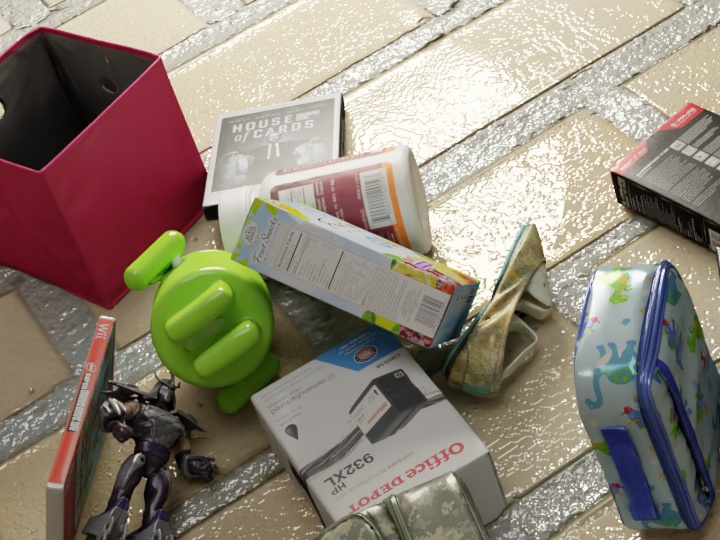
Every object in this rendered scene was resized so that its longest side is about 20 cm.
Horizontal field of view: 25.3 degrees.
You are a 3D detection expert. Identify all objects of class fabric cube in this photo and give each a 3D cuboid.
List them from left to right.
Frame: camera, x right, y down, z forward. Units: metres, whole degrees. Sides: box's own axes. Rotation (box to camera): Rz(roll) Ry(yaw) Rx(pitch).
[{"bbox_3d":[-0.310,-0.115,1.733,0.200,0.200,0.196,18,55,34],"label":"fabric cube"}]

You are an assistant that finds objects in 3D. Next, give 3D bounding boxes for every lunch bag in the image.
[{"bbox_3d":[0.039,0.279,1.237,0.167,0.140,0.200,-23,45,-1],"label":"lunch bag"},{"bbox_3d":[0.236,0.106,1.297,0.082,0.200,0.161,-4,42,26],"label":"lunch bag"}]

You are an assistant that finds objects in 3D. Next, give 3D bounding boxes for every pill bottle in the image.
[{"bbox_3d":[-0.035,-0.053,1.628,0.199,0.114,0.114,-11,43,10],"label":"pill bottle"}]

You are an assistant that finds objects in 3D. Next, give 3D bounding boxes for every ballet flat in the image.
[{"bbox_3d":[0.143,0.041,1.508,0.070,0.071,0.200,10,49,29],"label":"ballet flat"}]

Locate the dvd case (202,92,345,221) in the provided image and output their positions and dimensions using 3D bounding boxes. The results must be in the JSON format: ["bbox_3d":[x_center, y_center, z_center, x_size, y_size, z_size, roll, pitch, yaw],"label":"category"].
[{"bbox_3d":[-0.092,-0.128,1.769,0.150,0.025,0.200,-10,35,7],"label":"dvd case"}]

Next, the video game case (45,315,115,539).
[{"bbox_3d":[-0.256,0.162,1.471,0.017,0.143,0.200,10,46,-1],"label":"video game case"}]

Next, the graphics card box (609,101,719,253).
[{"bbox_3d":[0.358,-0.081,1.556,0.125,0.051,0.200,-39,45,-21],"label":"graphics card box"}]

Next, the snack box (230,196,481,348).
[{"bbox_3d":[0.000,0.000,1.477,0.199,0.169,0.068,22,95,10],"label":"snack box"}]

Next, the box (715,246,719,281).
[{"bbox_3d":[0.388,0.072,1.345,0.148,0.107,0.200,-10,42,12],"label":"box"}]

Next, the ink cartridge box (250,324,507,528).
[{"bbox_3d":[0.014,0.159,1.411,0.145,0.084,0.200,-29,43,-11],"label":"ink cartridge box"}]

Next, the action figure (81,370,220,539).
[{"bbox_3d":[-0.191,0.180,1.453,0.069,0.130,0.201,-30,42,48],"label":"action figure"}]

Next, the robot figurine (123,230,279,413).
[{"bbox_3d":[-0.141,0.043,1.529,0.116,0.176,0.200,-39,11,1],"label":"robot figurine"}]
